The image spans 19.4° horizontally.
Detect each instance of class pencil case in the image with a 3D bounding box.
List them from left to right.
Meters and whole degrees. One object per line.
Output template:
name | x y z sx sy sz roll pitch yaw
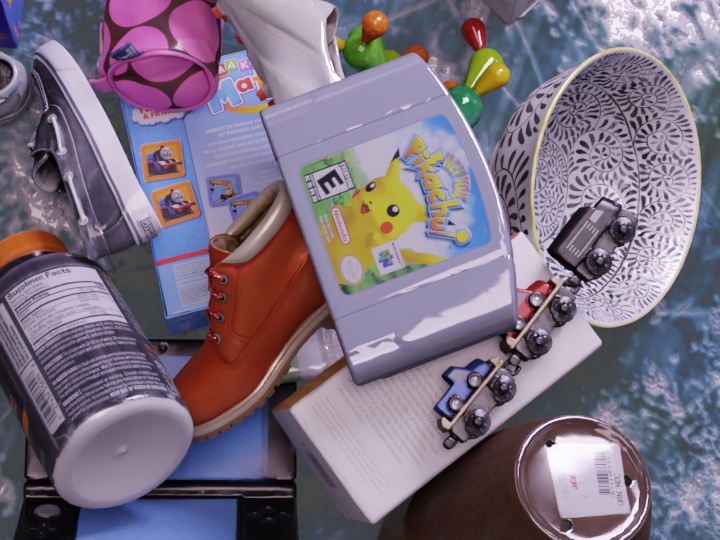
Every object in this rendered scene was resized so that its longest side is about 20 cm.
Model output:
pencil case | -0.148 -0.220 1.564 0.093 0.091 0.202 -8 60 17

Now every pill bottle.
pill bottle | -0.201 0.061 1.470 0.106 0.107 0.200 -28 52 -9

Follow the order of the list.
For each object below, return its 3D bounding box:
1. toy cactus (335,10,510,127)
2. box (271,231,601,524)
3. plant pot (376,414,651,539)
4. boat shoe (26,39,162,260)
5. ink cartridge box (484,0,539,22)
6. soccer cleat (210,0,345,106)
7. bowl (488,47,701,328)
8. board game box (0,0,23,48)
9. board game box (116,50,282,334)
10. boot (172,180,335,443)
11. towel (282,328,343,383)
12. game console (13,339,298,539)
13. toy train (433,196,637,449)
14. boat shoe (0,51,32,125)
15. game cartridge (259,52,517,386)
toy cactus | 0.043 -0.113 1.540 0.199 0.102 0.166 -14 73 -43
box | 0.050 0.075 1.456 0.199 0.124 0.098 -36 91 -10
plant pot | 0.121 0.178 1.428 0.185 0.200 0.189 6 62 -12
boat shoe | -0.210 -0.086 1.530 0.067 0.072 0.201 -26 57 -7
ink cartridge box | 0.141 -0.289 1.553 0.086 0.200 0.146 44 78 8
soccer cleat | -0.058 -0.180 1.481 0.077 0.069 0.201 -32 71 8
bowl | 0.154 -0.063 1.542 0.094 0.200 0.202 6 72 43
board game box | -0.271 -0.257 1.522 0.044 0.200 0.136 5 77 -1
board game box | -0.089 -0.065 1.553 0.150 0.037 0.202 -12 67 -4
boot | -0.085 0.027 1.460 0.107 0.075 0.200 37 102 -30
towel | 0.000 0.000 1.554 0.198 0.031 0.150 -12 66 -6
game console | -0.143 0.130 1.493 0.198 0.176 0.118 0 106 -3
toy train | 0.110 0.032 1.389 0.046 0.034 0.201 38 81 0
boat shoe | -0.343 -0.133 1.556 0.199 0.072 0.071 -8 78 -5
game cartridge | 0.025 -0.039 1.386 0.132 0.041 0.202 -20 73 -3
